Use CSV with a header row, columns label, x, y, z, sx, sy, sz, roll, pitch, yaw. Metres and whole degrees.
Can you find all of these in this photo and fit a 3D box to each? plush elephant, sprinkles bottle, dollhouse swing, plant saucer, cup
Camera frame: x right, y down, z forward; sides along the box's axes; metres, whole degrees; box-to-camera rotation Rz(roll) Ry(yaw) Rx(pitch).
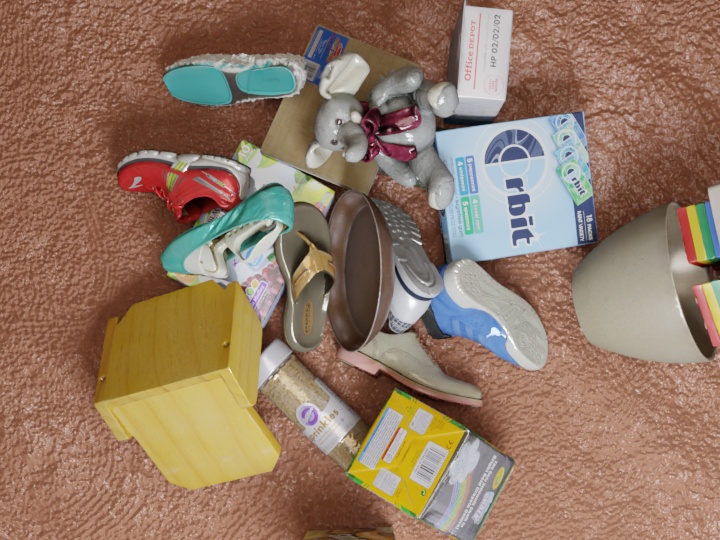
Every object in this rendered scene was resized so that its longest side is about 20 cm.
label,x,y,z,sx,sy,sz,roll,pitch,yaw
plush elephant,0.014,-0.178,1.602,0.153,0.166,0.200,-15,41,-22
sprinkles bottle,-0.056,0.177,1.659,0.200,0.068,0.068,43,86,3
dollhouse swing,-0.199,0.147,1.643,0.198,0.176,0.183,-17,49,23
plant saucer,0.000,0.000,1.620,0.032,0.200,0.203,-1,84,-22
cup,0.349,0.029,1.631,0.142,0.200,0.203,-15,84,27

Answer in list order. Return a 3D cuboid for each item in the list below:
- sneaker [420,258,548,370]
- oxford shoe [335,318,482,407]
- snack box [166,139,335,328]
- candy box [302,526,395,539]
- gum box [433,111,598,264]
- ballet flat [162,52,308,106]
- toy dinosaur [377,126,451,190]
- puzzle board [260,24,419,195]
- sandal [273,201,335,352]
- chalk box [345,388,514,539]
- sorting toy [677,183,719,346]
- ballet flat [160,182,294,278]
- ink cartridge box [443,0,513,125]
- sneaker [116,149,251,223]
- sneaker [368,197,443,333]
label,x,y,z,sx,sy,sz,roll,pitch,yaw
sneaker,0.148,0.065,1.675,0.200,0.111,0.077,39,54,-29
oxford shoe,0.071,0.117,1.665,0.198,0.071,0.074,23,82,1
snack box,-0.140,-0.046,1.686,0.141,0.053,0.201,28,85,4
candy box,-0.013,0.348,1.578,0.114,0.200,0.056,-4,85,0
gum box,0.197,-0.106,1.672,0.198,0.045,0.172,-8,95,-10
ballet flat,-0.157,-0.254,1.696,0.198,0.072,0.073,3,85,19
toy dinosaur,0.075,-0.147,1.702,0.198,0.047,0.089,13,91,4
puzzle board,-0.025,-0.210,1.699,0.149,0.017,0.202,22,71,2
sandal,-0.063,0.011,1.644,0.080,0.054,0.202,-12,110,-32
chalk box,0.098,0.250,1.610,0.123,0.200,0.125,26,82,35
sorting toy,0.464,0.007,1.627,0.069,0.199,0.201,-15,79,28
ballet flat,-0.164,-0.033,1.595,0.199,0.067,0.071,-30,56,19
ink cartridge box,0.148,-0.258,1.633,0.067,0.200,0.117,5,85,0
sneaker,-0.232,-0.103,1.648,0.198,0.077,0.086,3,77,29
sneaker,0.037,-0.013,1.644,0.076,0.201,0.081,13,126,-26
